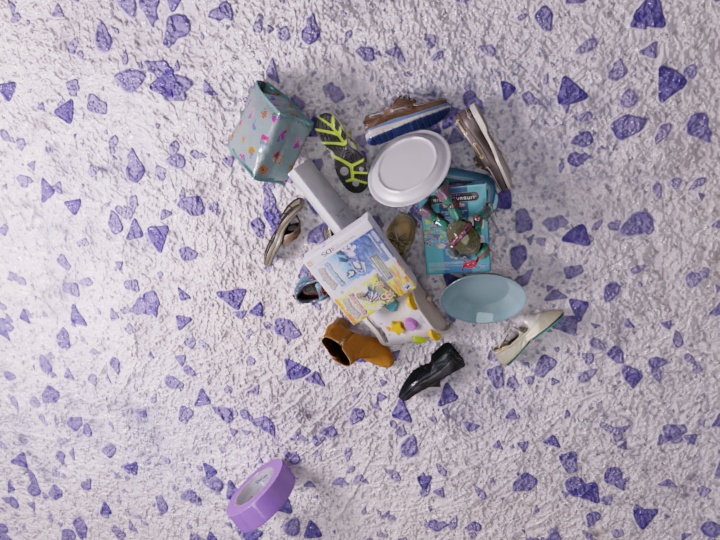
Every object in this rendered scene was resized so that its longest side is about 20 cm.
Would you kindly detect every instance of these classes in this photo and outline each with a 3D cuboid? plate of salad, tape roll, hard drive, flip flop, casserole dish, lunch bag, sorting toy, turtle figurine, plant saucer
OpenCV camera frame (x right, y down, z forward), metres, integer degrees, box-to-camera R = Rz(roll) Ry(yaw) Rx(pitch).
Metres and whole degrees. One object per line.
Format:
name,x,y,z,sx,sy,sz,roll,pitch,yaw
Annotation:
plate of salad,0.108,-0.222,1.240,0.197,0.203,0.048,-21,145,17
tape roll,-0.276,0.622,1.566,0.199,0.200,0.066,-35,99,20
hard drive,-0.078,-0.160,1.301,0.026,0.132,0.201,-36,99,21
flip flop,-0.180,-0.090,1.380,0.057,0.082,0.202,23,114,-16
casserole dish,0.218,-0.168,1.290,0.196,0.039,0.124,11,110,8
lunch bag,-0.215,-0.317,1.277,0.200,0.120,0.172,49,120,38
sorting toy,0.097,0.118,1.373,0.178,0.107,0.201,-25,113,34
turtle figurine,0.221,-0.088,1.198,0.200,0.101,0.150,44,114,-1
plant saucer,0.286,0.056,1.319,0.196,0.039,0.203,5,143,3

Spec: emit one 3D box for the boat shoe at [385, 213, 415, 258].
boat shoe,0.074,-0.039,1.348,0.072,0.063,0.203,25,111,2

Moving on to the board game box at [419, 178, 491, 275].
board game box,0.215,-0.096,1.271,0.147,0.047,0.204,-3,111,13

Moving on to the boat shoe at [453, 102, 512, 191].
boat shoe,0.270,-0.261,1.233,0.059,0.072,0.203,-25,98,24

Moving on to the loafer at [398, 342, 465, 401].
loafer,0.179,0.274,1.429,0.072,0.073,0.200,42,112,-10

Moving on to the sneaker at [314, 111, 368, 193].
sneaker,-0.034,-0.274,1.289,0.074,0.077,0.203,-20,115,14

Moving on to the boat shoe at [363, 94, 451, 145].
boat shoe,0.098,-0.344,1.234,0.196,0.072,0.074,-17,78,8

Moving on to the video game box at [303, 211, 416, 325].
video game box,0.000,0.000,1.260,0.180,0.047,0.201,-31,112,20

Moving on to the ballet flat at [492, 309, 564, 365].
ballet flat,0.395,0.147,1.349,0.069,0.070,0.200,40,111,-4

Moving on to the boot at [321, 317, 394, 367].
boot,-0.008,0.207,1.404,0.200,0.144,0.071,37,112,-3

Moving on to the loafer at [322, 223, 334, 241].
loafer,-0.037,-0.029,1.334,0.071,0.063,0.203,-24,78,-12

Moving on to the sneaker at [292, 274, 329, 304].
sneaker,-0.075,0.043,1.387,0.196,0.096,0.081,-20,103,16
